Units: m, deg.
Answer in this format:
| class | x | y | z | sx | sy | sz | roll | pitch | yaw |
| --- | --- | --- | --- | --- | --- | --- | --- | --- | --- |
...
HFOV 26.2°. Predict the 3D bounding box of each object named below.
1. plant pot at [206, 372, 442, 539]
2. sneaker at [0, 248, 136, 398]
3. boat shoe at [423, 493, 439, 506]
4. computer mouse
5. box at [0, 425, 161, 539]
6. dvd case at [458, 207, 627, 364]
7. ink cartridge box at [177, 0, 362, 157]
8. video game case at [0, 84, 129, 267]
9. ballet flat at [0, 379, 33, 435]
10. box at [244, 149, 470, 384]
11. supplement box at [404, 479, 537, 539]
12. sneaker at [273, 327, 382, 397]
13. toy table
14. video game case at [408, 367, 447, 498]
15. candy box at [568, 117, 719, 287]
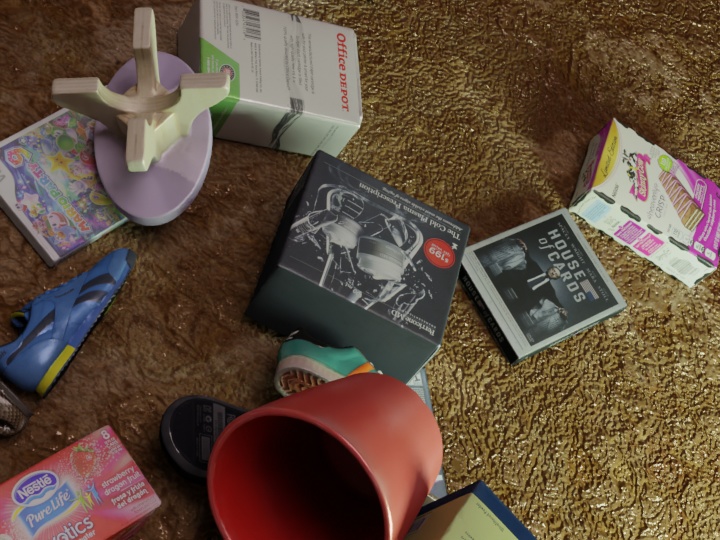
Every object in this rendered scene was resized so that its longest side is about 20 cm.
| class | x | y | z | sx | sy | sz | roll | pitch | yaw |
| --- | --- | --- | --- | --- | --- | --- | --- | --- | --- |
| plant pot | -0.019 | 0.195 | 1.494 | 0.201 | 0.200 | 0.177 | 50 | 33 | 6 |
| sneaker | -0.296 | 0.035 | 1.551 | 0.078 | 0.066 | 0.201 | 34 | 51 | -2 |
| boat shoe | 0.109 | 0.290 | 1.601 | 0.200 | 0.072 | 0.072 | 43 | 59 | -8 |
| computer mouse | -0.125 | 0.191 | 1.567 | 0.199 | 0.053 | 0.140 | 21 | 54 | -30 |
| box | -0.294 | 0.238 | 1.406 | 0.199 | 0.100 | 0.096 | -29 | 78 | -37 |
| dvd case | 0.217 | 0.015 | 1.877 | 0.199 | 0.025 | 0.151 | -22 | 75 | -36 |
| ink cartridge box | -0.107 | -0.224 | 1.801 | 0.198 | 0.084 | 0.147 | 10 | 58 | -23 |
| video game case | -0.301 | -0.105 | 1.663 | 0.143 | 0.018 | 0.200 | 50 | 51 | 5 |
| ballet flat | -0.396 | 0.085 | 1.474 | 0.200 | 0.067 | 0.046 | 44 | 81 | -3 |
| box | 0.000 | 0.000 | 1.700 | 0.199 | 0.104 | 0.183 | 26 | 49 | -10 |
| supplement box | 0.058 | 0.338 | 1.472 | 0.134 | 0.200 | 0.200 | 46 | 51 | -7 |
| sneaker | 0.002 | 0.125 | 1.637 | 0.199 | 0.071 | 0.080 | 31 | 40 | -19 |
| toy table | -0.223 | -0.164 | 1.624 | 0.182 | 0.117 | 0.201 | -12 | 66 | -4 |
| video game case | 0.021 | 0.195 | 1.663 | 0.142 | 0.019 | 0.202 | 5 | 61 | -26 |
| candy box | 0.379 | -0.088 | 2.007 | 0.199 | 0.061 | 0.137 | 30 | 52 | -10 |
